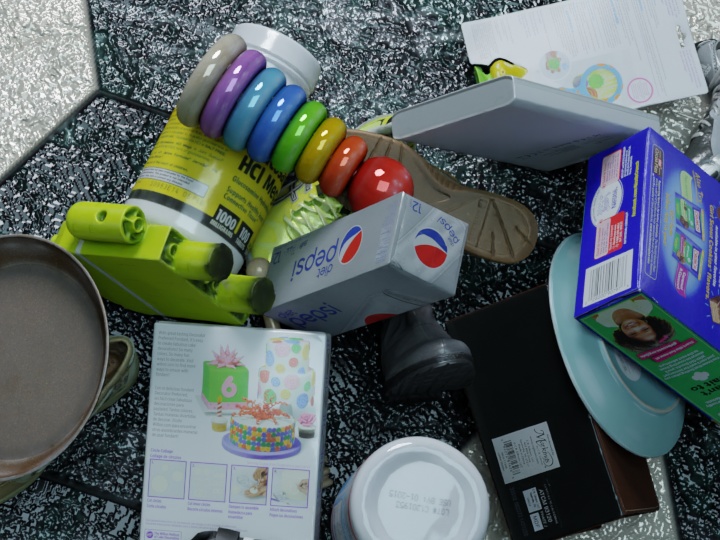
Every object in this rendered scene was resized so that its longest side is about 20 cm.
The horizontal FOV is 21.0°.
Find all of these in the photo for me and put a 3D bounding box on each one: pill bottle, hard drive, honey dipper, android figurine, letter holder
[{"bbox_3d":[0.034,0.199,1.556,0.108,0.200,0.110,2,77,-7],"label":"pill bottle"},{"bbox_3d":[0.141,-0.121,1.628,0.199,0.131,0.026,9,73,-46],"label":"hard drive"},{"bbox_3d":[-0.063,0.087,1.635,0.038,0.038,0.201,-13,90,-10],"label":"honey dipper"},{"bbox_3d":[-0.113,-0.103,1.651,0.112,0.112,0.201,26,76,-1],"label":"pill bottle"},{"bbox_3d":[-0.170,-0.002,1.590,0.199,0.182,0.041,6,68,39],"label":"android figurine"},{"bbox_3d":[0.168,0.125,1.653,0.100,0.142,0.201,-21,78,21],"label":"letter holder"}]

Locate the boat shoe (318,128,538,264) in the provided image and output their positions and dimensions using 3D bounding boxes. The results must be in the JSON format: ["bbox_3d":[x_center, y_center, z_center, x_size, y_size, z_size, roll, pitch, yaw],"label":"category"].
[{"bbox_3d":[0.050,-0.057,1.623,0.199,0.072,0.073,21,84,-3],"label":"boat shoe"}]

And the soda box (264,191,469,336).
[{"bbox_3d":[0.000,0.000,1.558,0.068,0.200,0.064,25,65,-27],"label":"soda box"}]

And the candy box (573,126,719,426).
[{"bbox_3d":[0.274,0.007,1.629,0.200,0.077,0.170,34,49,-30],"label":"candy box"}]

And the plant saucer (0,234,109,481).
[{"bbox_3d":[-0.282,0.072,1.566,0.199,0.032,0.202,-6,75,22],"label":"plant saucer"}]

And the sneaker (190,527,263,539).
[{"bbox_3d":[-0.125,0.290,1.553,0.111,0.073,0.201,22,109,-1],"label":"sneaker"}]

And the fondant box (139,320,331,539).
[{"bbox_3d":[-0.102,0.146,1.593,0.143,0.058,0.201,4,89,5],"label":"fondant box"}]

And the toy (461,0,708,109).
[{"bbox_3d":[0.198,-0.184,1.742,0.199,0.047,0.116,-12,75,-5],"label":"toy"}]

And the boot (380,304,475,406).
[{"bbox_3d":[0.042,0.037,1.596,0.069,0.200,0.133,-4,81,-12],"label":"boot"}]

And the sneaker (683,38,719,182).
[{"bbox_3d":[0.316,-0.144,1.744,0.200,0.075,0.116,-34,79,-23],"label":"sneaker"}]

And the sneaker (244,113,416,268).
[{"bbox_3d":[-0.028,-0.065,1.672,0.075,0.076,0.200,40,78,1],"label":"sneaker"}]

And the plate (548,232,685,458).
[{"bbox_3d":[0.226,0.059,1.636,0.025,0.200,0.201,-24,78,33],"label":"plate"}]

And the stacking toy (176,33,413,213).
[{"bbox_3d":[-0.046,-0.103,1.556,0.199,0.085,0.086,34,75,4],"label":"stacking toy"}]

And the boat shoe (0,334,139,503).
[{"bbox_3d":[-0.268,0.121,1.605,0.200,0.063,0.073,-44,87,-13],"label":"boat shoe"}]
